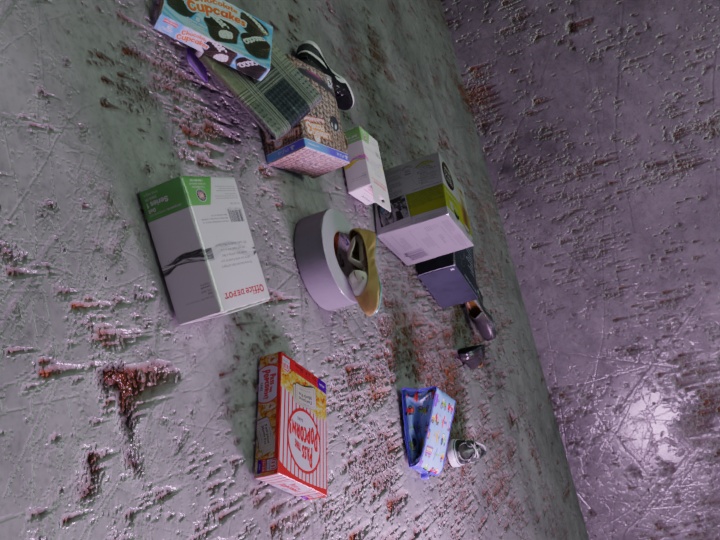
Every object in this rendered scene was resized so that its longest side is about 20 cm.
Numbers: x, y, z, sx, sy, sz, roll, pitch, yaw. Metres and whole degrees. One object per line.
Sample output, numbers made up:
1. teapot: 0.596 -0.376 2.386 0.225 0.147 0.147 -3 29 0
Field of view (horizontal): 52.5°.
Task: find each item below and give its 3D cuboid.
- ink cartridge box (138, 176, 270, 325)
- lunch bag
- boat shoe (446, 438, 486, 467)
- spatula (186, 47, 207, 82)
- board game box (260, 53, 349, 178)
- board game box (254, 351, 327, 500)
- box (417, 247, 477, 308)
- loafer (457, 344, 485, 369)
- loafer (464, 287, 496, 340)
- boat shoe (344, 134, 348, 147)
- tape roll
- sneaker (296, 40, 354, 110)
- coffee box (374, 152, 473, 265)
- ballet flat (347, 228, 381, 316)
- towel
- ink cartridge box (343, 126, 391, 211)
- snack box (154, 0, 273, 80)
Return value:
1. ink cartridge box: -0.225 -0.032 1.074 0.146 0.084 0.201 -15 89 -68
2. lunch bag: 0.160 0.388 1.717 0.151 0.094 0.201 42 47 -57
3. boat shoe: 0.287 0.480 1.958 0.200 0.071 0.073 14 62 -64
4. spatula: -0.278 -0.404 1.299 0.057 0.020 0.201 50 31 -40
5. board game box: -0.121 -0.308 1.482 0.159 0.096 0.201 6 68 -58
6. board game box: -0.111 0.256 1.194 0.152 0.046 0.201 45 35 -50
7. box: 0.256 -0.028 2.180 0.200 0.123 0.198 49 30 -46
8. loafer: 0.353 0.272 2.272 0.200 0.072 0.073 6 74 -65
9. loafer: 0.390 0.150 2.440 0.201 0.073 0.072 62 32 -3
10. boat shoe: -0.101 -0.344 1.639 0.201 0.072 0.068 58 -8 -16
11. tape roll: -0.057 -0.022 1.498 0.200 0.066 0.201 50 32 -47
12. sneaker: -0.091 -0.430 1.716 0.200 0.073 0.112 47 36 -33
13. coffee box: 0.165 -0.161 1.953 0.200 0.199 0.199 41 38 -54
14. ballet flat: 0.000 0.000 1.474 0.063 0.069 0.201 20 48 -29
15. towel: -0.179 -0.345 1.324 0.200 0.034 0.193 48 42 -12
16. ink cartridge box: 0.010 -0.240 1.814 0.117 0.067 0.201 25 51 -63
17. snack box: -0.247 -0.417 1.252 0.199 0.037 0.117 21 50 -29
